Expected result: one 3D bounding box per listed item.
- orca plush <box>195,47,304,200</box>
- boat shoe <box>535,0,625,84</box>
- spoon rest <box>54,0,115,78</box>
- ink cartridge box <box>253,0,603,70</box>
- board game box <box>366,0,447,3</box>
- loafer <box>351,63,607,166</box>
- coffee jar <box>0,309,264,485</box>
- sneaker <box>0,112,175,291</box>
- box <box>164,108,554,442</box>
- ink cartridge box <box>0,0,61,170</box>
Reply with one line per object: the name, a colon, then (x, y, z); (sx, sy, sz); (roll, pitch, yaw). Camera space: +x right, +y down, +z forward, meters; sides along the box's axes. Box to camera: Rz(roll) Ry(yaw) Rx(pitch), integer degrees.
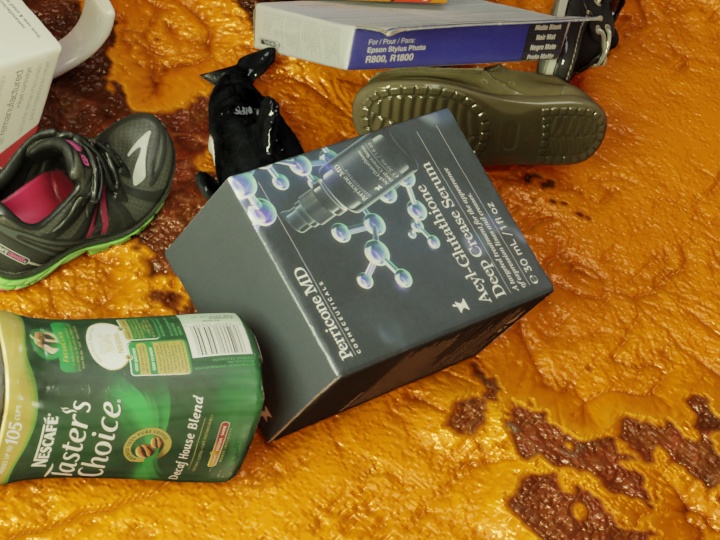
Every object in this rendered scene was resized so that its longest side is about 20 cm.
orca plush: (-0.061, -0.101, 1.469); (0.105, 0.071, 0.201); (11, 43, -15)
boat shoe: (0.183, -0.197, 1.671); (0.060, 0.074, 0.200); (20, 25, 2)
spoon rest: (-0.273, -0.152, 1.446); (0.199, 0.061, 0.100); (-17, 53, -20)
ink cartridge box: (0.049, -0.179, 1.551); (0.199, 0.041, 0.200); (-7, 15, -30)
board game box: (-0.017, -0.351, 1.606); (0.199, 0.201, 0.200); (3, 40, 11)
loafer: (0.087, -0.119, 1.560); (0.199, 0.076, 0.068); (6, 28, -15)
coffee jar: (-0.164, 0.077, 1.215); (0.199, 0.105, 0.086); (1, 44, -23)
sneaker: (-0.187, -0.056, 1.355); (0.077, 0.084, 0.200); (36, 43, 12)
box: (0.000, 0.000, 1.342); (0.199, 0.107, 0.149); (-21, 75, -38)
ink cartridge box: (-0.305, -0.091, 1.290); (0.200, 0.147, 0.083); (-25, 62, -39)
